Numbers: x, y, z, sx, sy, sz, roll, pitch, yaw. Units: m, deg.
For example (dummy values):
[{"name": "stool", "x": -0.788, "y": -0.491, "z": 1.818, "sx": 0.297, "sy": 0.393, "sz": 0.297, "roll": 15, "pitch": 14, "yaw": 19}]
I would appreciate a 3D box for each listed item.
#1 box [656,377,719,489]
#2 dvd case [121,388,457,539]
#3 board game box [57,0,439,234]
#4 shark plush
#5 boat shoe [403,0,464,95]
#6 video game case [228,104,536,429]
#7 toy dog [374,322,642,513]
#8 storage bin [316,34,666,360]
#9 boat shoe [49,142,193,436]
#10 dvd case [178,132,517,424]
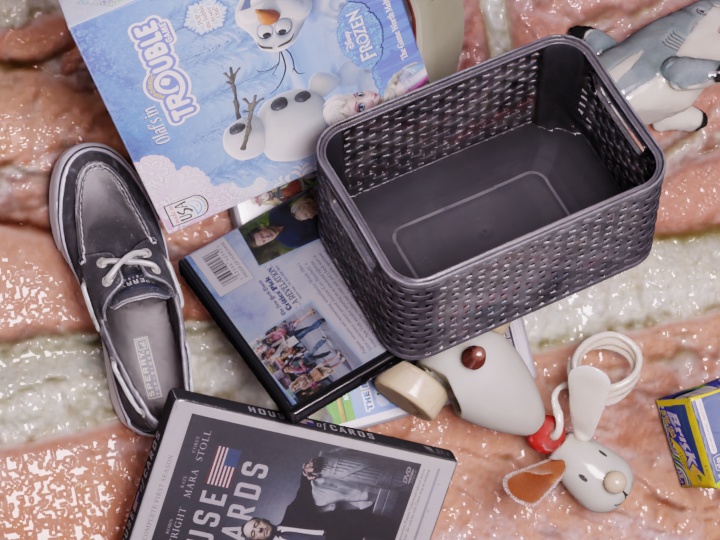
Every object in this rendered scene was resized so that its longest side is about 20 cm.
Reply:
[{"name": "box", "x": 0.316, "y": 0.093, "z": 1.730, "sx": 0.199, "sy": 0.064, "sz": 0.070, "roll": -17, "pitch": 91, "yaw": -16}, {"name": "dvd case", "x": -0.052, "y": 0.168, "z": 1.604, "sx": 0.199, "sy": 0.025, "sz": 0.151, "roll": 14, "pitch": 105, "yaw": -19}, {"name": "board game box", "x": -0.066, "y": -0.135, "z": 1.541, "sx": 0.198, "sy": 0.200, "sz": 0.043, "roll": -23, "pitch": 49, "yaw": 0}, {"name": "shark plush", "x": 0.170, "y": -0.137, "z": 1.724, "sx": 0.199, "sy": 0.091, "sz": 0.084, "roll": -15, "pitch": 70, "yaw": 4}, {"name": "boat shoe", "x": 0.022, "y": -0.185, "z": 1.622, "sx": 0.062, "sy": 0.200, "sz": 0.071, "roll": 11, "pitch": 61, "yaw": 22}, {"name": "video game case", "x": 0.013, "y": 0.001, "z": 1.670, "sx": 0.182, "sy": 0.022, "sz": 0.201, "roll": -15, "pitch": 91, "yaw": -17}, {"name": "toy dog", "x": 0.112, "y": 0.089, "z": 1.633, "sx": 0.199, "sy": 0.096, "sz": 0.132, "roll": 17, "pitch": 87, "yaw": -17}, {"name": "storage bin", "x": 0.082, "y": -0.048, "z": 1.572, "sx": 0.199, "sy": 0.094, "sz": 0.135, "roll": -23, "pitch": 60, "yaw": -15}, {"name": "boat shoe", "x": -0.152, "y": 0.011, "z": 1.597, "sx": 0.071, "sy": 0.068, "sz": 0.201, "roll": -13, "pitch": 90, "yaw": -17}, {"name": "dvd case", "x": 0.000, "y": 0.000, "z": 1.608, "sx": 0.200, "sy": 0.018, "sz": 0.143, "roll": -29, "pitch": 62, "yaw": -17}]
